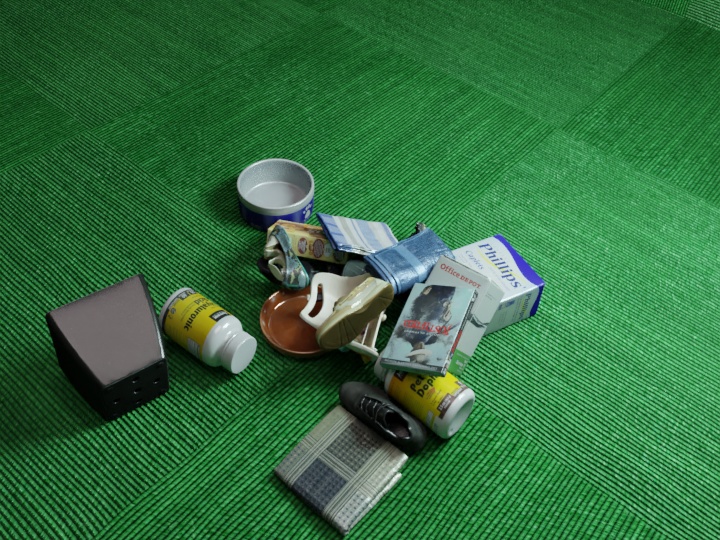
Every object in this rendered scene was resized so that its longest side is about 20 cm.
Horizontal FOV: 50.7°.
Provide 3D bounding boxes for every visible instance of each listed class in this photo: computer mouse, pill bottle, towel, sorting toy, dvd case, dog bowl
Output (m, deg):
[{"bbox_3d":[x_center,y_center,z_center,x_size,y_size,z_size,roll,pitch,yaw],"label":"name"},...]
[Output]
[{"bbox_3d":[-0.136,0.029,1.694,0.194,0.047,0.142,7,35,-15],"label":"computer mouse"},{"bbox_3d":[0.122,0.232,1.508,0.198,0.111,0.109,34,51,27],"label":"pill bottle"},{"bbox_3d":[0.109,-0.019,1.634,0.197,0.049,0.112,-22,56,-34],"label":"towel"},{"bbox_3d":[-0.033,0.087,1.603,0.176,0.108,0.203,24,51,-6],"label":"sorting toy"},{"bbox_3d":[0.135,0.113,1.497,0.143,0.022,0.203,4,54,35],"label":"dvd case"},{"bbox_3d":[-0.314,0.129,1.577,0.197,0.113,0.111,29,49,22],"label":"pill bottle"},{"bbox_3d":[0.003,-0.081,1.761,0.196,0.024,0.148,8,34,-31],"label":"towel"},{"bbox_3d":[-0.034,0.368,1.422,0.190,0.035,0.199,31,53,28],"label":"towel"},{"bbox_3d":[-0.214,-0.192,1.929,0.194,0.080,0.203,2,45,-2],"label":"dog bowl"}]

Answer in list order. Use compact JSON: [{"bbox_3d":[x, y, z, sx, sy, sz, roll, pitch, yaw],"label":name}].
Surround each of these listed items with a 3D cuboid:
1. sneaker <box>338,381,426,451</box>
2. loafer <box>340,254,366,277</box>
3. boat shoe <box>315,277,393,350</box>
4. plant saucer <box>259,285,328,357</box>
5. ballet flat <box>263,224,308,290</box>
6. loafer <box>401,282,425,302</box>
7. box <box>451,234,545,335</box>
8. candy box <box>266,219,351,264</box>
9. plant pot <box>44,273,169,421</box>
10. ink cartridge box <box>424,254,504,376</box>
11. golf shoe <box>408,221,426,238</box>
[{"bbox_3d":[0.037,0.271,1.464,0.197,0.091,0.077,27,82,24],"label":"sneaker"},{"bbox_3d":[0.000,0.000,1.752,0.071,0.063,0.201,33,40,0],"label":"loafer"},{"bbox_3d":[-0.020,0.084,1.521,0.198,0.075,0.066,-35,45,-28],"label":"boat shoe"},{"bbox_3d":[-0.123,0.112,1.665,0.194,0.033,0.203,2,44,-2],"label":"plant saucer"},{"bbox_3d":[-0.176,-0.032,1.661,0.072,0.076,0.201,-15,42,-19],"label":"ballet flat"},{"bbox_3d":[0.126,0.040,1.731,0.198,0.074,0.072,36,48,27],"label":"loafer"},{"bbox_3d":[0.282,0.035,1.722,0.196,0.107,0.185,-19,49,-22],"label":"box"},{"bbox_3d":[-0.116,-0.069,1.799,0.194,0.057,0.116,11,17,5],"label":"candy box"},{"bbox_3d":[-0.471,0.165,1.483,0.197,0.202,0.178,-26,63,-28],"label":"plant pot"},{"bbox_3d":[0.188,0.091,1.582,0.145,0.083,0.203,30,90,39],"label":"ink cartridge box"},{"bbox_3d":[0.162,-0.045,1.792,0.093,0.079,0.201,29,29,-9],"label":"golf shoe"}]
